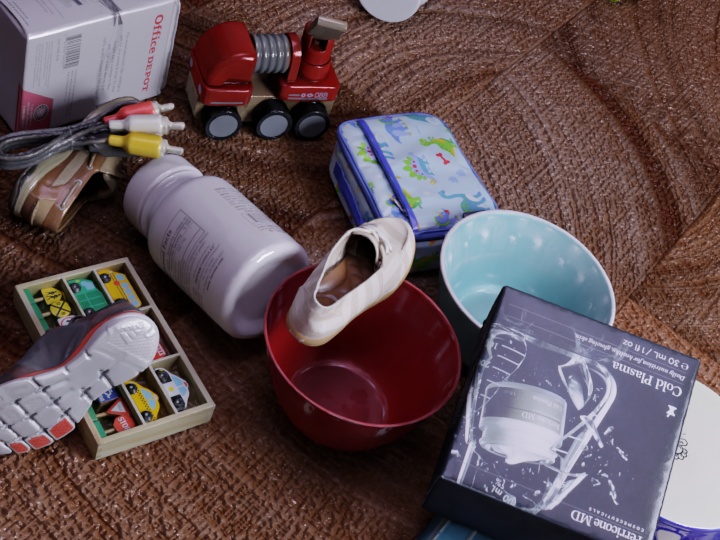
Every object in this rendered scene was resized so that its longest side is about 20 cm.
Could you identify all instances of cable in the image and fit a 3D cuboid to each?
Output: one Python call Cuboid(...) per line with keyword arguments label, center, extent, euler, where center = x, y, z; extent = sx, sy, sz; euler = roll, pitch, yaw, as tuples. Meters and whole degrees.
Cuboid(label="cable", center=(-0.284, -0.149, 1.337), extent=(0.197, 0.051, 0.098), euler=(-2, 48, -19))

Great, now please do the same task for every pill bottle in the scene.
Cuboid(label="pill bottle", center=(0.067, -0.437, 1.794), extent=(0.112, 0.114, 0.201), euler=(25, 45, 2))
Cuboid(label="pill bottle", center=(-0.154, -0.031, 1.326), extent=(0.113, 0.115, 0.200), euler=(-23, 50, -36))

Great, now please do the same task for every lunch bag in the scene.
Cuboid(label="lunch bag", center=(0.056, -0.092, 1.498), extent=(0.159, 0.083, 0.202), euler=(-6, 51, -23))

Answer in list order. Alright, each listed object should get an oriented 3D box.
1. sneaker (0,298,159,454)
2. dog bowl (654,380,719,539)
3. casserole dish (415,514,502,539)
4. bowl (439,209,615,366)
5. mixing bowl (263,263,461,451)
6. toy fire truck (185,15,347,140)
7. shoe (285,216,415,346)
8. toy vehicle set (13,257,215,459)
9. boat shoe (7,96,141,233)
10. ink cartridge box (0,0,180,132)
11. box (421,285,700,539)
Cuboid(label="sneaker", center=(-0.278, 0.094, 1.183), extent=(0.198, 0.078, 0.082), euler=(-29, 35, -10))
Cuboid(label="dog bowl", center=(0.310, 0.200, 1.328), extent=(0.197, 0.079, 0.202), euler=(11, 46, -11))
Cuboid(label="casserole dish", center=(0.102, 0.281, 1.201), extent=(0.121, 0.039, 0.200), euler=(35, 47, 13))
Cuboid(label="bowl", center=(0.164, 0.044, 1.396), extent=(0.198, 0.106, 0.203), euler=(11, 45, -11))
Cuboid(label="mixing bowl", center=(-0.011, 0.102, 1.270), extent=(0.197, 0.109, 0.202), euler=(11, 45, -11))
Cuboid(label="toy fire truck", center=(-0.097, -0.245, 1.491), extent=(0.174, 0.201, 0.130), euler=(-2, 49, -23))
Cuboid(label="shoe", center=(0.000, 0.000, 1.255), extent=(0.069, 0.054, 0.200), euler=(33, 46, 11))
Cuboid(label="toy vehicle set", center=(-0.242, 0.081, 1.257), extent=(0.123, 0.027, 0.201), euler=(-17, 57, -32))
Cuboid(label="boat shoe", center=(-0.290, -0.108, 1.387), extent=(0.073, 0.076, 0.200), euler=(36, 54, 6))
Cuboid(label="ink cartridge box", center=(-0.312, -0.252, 1.450), extent=(0.198, 0.147, 0.085), euler=(-23, 59, -36))
Cuboid(label="box", center=(0.184, 0.153, 1.193), extent=(0.197, 0.124, 0.199), euler=(20, 67, 3))
